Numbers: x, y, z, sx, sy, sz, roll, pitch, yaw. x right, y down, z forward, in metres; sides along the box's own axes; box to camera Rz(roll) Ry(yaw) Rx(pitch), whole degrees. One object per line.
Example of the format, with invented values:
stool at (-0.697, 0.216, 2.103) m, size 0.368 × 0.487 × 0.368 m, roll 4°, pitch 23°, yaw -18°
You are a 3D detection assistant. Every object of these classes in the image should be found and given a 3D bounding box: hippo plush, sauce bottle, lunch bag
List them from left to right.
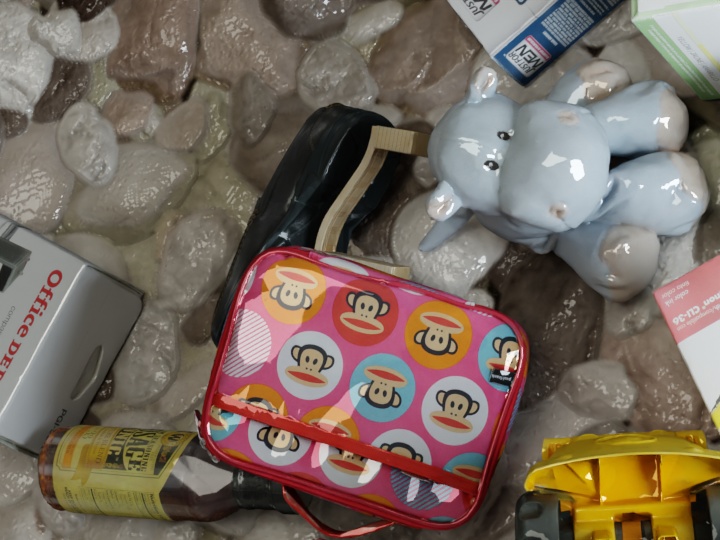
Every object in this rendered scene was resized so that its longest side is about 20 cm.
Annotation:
sauce bottle at (-0.127, 0.142, 1.636) m, size 0.200 × 0.066 × 0.066 m, roll 0°, pitch 73°, yaw 25°
lunch bag at (-0.001, 0.087, 1.542) m, size 0.200 × 0.082 × 0.176 m, roll 18°, pitch 92°, yaw 6°
hippo plush at (0.117, -0.084, 1.528) m, size 0.200 × 0.161 × 0.159 m, roll 17°, pitch 82°, yaw 31°

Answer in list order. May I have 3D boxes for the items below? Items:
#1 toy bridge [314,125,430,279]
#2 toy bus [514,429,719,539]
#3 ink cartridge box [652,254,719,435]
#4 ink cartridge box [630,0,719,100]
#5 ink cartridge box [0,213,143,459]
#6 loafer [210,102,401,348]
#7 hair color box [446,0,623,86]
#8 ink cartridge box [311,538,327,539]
toy bridge at (0.000, 0.000, 1.607) m, size 0.067 × 0.027 × 0.200 m, roll 12°, pitch 96°, yaw 30°
toy bus at (0.162, 0.190, 1.422) m, size 0.136 × 0.192 × 0.200 m, roll -4°, pitch 98°, yaw 3°
ink cartridge box at (0.259, 0.096, 1.419) m, size 0.067 × 0.116 × 0.200 m, roll -31°, pitch 61°, yaw 15°
ink cartridge box at (0.287, -0.165, 1.478) m, size 0.200 × 0.146 × 0.048 m, roll -6°, pitch 70°, yaw 25°
ink cartridge box at (-0.282, 0.031, 1.741) m, size 0.200 × 0.083 × 0.147 m, roll 25°, pitch 85°, yaw 32°
loafer at (-0.047, -0.027, 1.657) m, size 0.200 × 0.073 × 0.072 m, roll -56°, pitch 36°, yaw -4°
hair color box at (0.150, -0.233, 1.621) m, size 0.200 × 0.061 × 0.100 m, roll -40°, pitch 59°, yaw 9°
ink cartridge box at (-0.019, 0.297, 1.513) m, size 0.146 × 0.083 × 0.200 m, roll -38°, pitch 59°, yaw 10°
